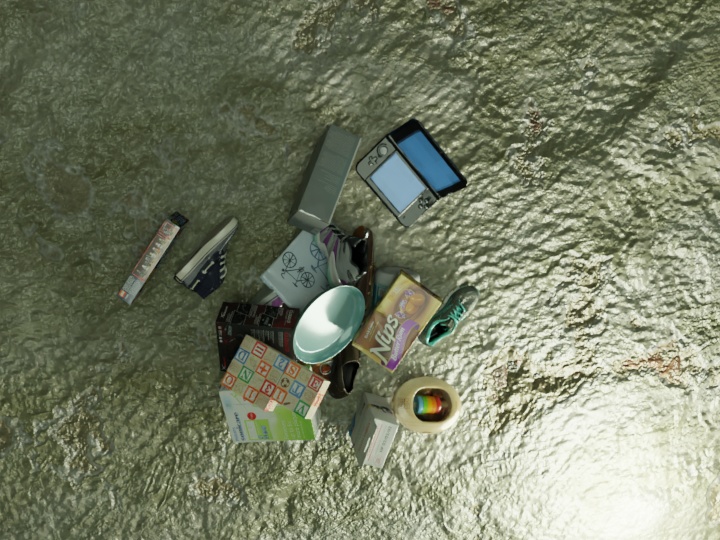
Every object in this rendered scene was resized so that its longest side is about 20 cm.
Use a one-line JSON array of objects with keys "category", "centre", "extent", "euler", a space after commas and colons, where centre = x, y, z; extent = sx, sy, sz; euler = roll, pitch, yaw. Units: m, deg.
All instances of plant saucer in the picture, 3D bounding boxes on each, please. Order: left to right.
[{"category": "plant saucer", "centre": [-0.073, 0.115, 1.467], "extent": [0.198, 0.027, 0.203], "euler": [-27, 136, -29]}]

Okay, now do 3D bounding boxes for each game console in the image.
[{"category": "game console", "centre": [0.114, -0.217, 1.521], "extent": [0.170, 0.118, 0.200], "euler": [-43, 104, 2]}]

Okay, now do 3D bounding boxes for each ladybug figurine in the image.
[{"category": "ladybug figurine", "centre": [0.156, 0.335, 1.654], "extent": [0.196, 0.072, 0.139], "euler": [10, 76, -24]}]

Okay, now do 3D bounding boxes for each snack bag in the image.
[{"category": "snack bag", "centre": [-0.112, 0.017, 1.543], "extent": [0.189, 0.021, 0.201], "euler": [49, 63, -17]}]

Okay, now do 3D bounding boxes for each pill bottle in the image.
[{"category": "pill bottle", "centre": [0.079, 0.100, 1.588], "extent": [0.108, 0.111, 0.204], "euler": [4, 102, -9]}]

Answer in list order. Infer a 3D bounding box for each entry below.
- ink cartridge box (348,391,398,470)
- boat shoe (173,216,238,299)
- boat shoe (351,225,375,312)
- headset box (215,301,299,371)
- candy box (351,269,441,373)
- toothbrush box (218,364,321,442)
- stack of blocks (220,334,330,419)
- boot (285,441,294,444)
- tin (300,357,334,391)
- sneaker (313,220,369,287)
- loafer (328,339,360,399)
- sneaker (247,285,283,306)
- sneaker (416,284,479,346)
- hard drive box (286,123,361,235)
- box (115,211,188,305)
[{"category": "ink cartridge box", "centre": [0.032, 0.390, 1.596], "extent": [0.067, 0.200, 0.117], "euler": [18, 99, -12]}, {"category": "boat shoe", "centre": [-0.330, -0.027, 1.524], "extent": [0.200, 0.075, 0.093], "euler": [-43, 111, 10]}, {"category": "boat shoe", "centre": [0.000, 0.000, 1.563], "extent": [0.069, 0.070, 0.204], "euler": [18, 82, -33]}, {"category": "headset box", "centre": [-0.218, 0.159, 1.501], "extent": [0.196, 0.078, 0.151], "euler": [6, 126, 2]}, {"category": "candy box", "centre": [0.081, 0.115, 1.506], "extent": [0.116, 0.057, 0.202], "euler": [34, 100, -3]}, {"category": "toothbrush box", "centre": [-0.199, 0.300, 1.490], "extent": [0.196, 0.086, 0.148], "euler": [-3, 117, 10]}, {"category": "stack of blocks", "centre": [-0.177, 0.235, 1.389], "extent": [0.197, 0.059, 0.117], "euler": [27, 84, 14]}, {"category": "boot", "centre": [-0.188, 0.323, 1.578], "extent": [0.094, 0.074, 0.202], "euler": [-29, 101, 5]}, {"category": "tin", "centre": [-0.140, 0.261, 1.626], "extent": [0.197, 0.042, 0.114], "euler": [-26, 108, -2]}, {"category": "sneaker", "centre": [-0.031, -0.067, 1.495], "extent": [0.077, 0.139, 0.203], "euler": [-4, 65, -44]}, {"category": "loafer", "centre": [-0.024, 0.207, 1.589], "extent": [0.072, 0.071, 0.204], "euler": [13, 80, -36]}, {"category": "sneaker", "centre": [-0.208, 0.105, 1.570], "extent": [0.200, 0.073, 0.114], "euler": [-40, 108, 12]}, {"category": "sneaker", "centre": [0.219, 0.119, 1.623], "extent": [0.200, 0.091, 0.078], "euler": [-43, 106, 2]}, {"category": "hard drive box", "centre": [-0.083, -0.194, 1.449], "extent": [0.076, 0.156, 0.203], "euler": [23, 80, -12]}, {"category": "box", "centre": [-0.455, -0.031, 1.464], "extent": [0.040, 0.137, 0.202], "euler": [34, 96, -11]}]
